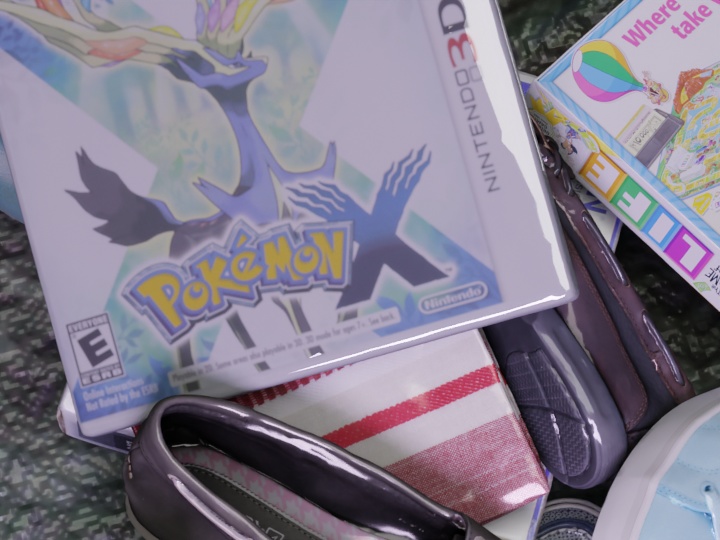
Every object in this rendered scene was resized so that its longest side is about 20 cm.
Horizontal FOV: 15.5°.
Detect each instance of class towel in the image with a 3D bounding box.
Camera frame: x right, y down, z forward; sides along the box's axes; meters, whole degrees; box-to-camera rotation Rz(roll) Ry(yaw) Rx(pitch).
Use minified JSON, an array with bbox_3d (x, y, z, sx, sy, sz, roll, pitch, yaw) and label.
[{"bbox_3d":[-0.028,0.024,1.040,0.144,0.023,0.200,-24,88,7],"label":"towel"}]

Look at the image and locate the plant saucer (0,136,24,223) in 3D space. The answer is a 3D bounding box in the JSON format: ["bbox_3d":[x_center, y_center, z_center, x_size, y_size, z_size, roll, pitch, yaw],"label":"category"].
[{"bbox_3d":[-0.093,-0.109,1.096,0.200,0.027,0.200,-6,69,15],"label":"plant saucer"}]

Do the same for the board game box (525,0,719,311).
[{"bbox_3d":[0.178,-0.082,1.098,0.134,0.034,0.200,44,62,9],"label":"board game box"}]

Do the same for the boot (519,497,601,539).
[{"bbox_3d":[0.044,0.170,1.027,0.073,0.090,0.200,33,77,7],"label":"boot"}]

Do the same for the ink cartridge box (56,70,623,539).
[{"bbox_3d":[0.000,0.000,1.093,0.200,0.043,0.198,16,75,5],"label":"ink cartridge box"}]

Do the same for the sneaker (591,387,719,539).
[{"bbox_3d":[0.171,0.078,1.020,0.200,0.082,0.074,-35,116,-33],"label":"sneaker"}]

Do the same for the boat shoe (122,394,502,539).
[{"bbox_3d":[0.002,0.106,0.986,0.200,0.057,0.067,24,54,8],"label":"boat shoe"}]

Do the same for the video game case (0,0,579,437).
[{"bbox_3d":[-0.036,-0.049,1.015,0.200,0.022,0.183,-16,86,10],"label":"video game case"}]

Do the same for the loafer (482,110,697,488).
[{"bbox_3d":[0.066,-0.013,1.051,0.063,0.072,0.200,-22,82,-28],"label":"loafer"}]
